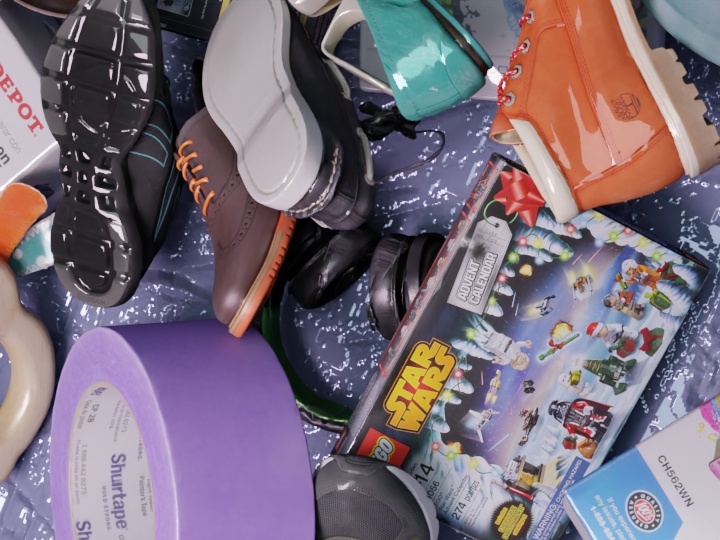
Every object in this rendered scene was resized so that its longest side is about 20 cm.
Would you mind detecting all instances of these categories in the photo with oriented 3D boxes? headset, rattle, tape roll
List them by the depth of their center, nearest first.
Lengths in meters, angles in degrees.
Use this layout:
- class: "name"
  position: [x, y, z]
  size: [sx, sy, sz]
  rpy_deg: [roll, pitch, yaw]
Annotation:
- class: "tape roll"
  position: [-0.106, 0.129, 1.368]
  size: [0.200, 0.085, 0.201]
  rpy_deg: [14, 106, 61]
- class: "headset"
  position: [0.000, 0.000, 1.388]
  size: [0.123, 0.094, 0.200]
  rpy_deg: [21, 104, 20]
- class: "rattle"
  position: [-0.255, 0.026, 1.490]
  size: [0.143, 0.130, 0.200]
  rpy_deg: [-146, 65, -63]

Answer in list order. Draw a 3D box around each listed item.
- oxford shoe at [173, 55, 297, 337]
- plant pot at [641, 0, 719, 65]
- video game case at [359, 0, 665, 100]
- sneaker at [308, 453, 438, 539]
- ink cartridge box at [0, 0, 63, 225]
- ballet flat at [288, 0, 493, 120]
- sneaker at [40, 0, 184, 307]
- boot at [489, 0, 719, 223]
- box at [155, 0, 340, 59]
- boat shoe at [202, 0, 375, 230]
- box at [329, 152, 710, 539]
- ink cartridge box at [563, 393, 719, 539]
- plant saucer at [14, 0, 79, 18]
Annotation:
- class: "oxford shoe"
  position: [-0.078, -0.046, 1.381]
  size: [0.072, 0.200, 0.071]
  rpy_deg: [17, 134, -16]
- class: "plant pot"
  position: [0.226, -0.186, 1.276]
  size: [0.200, 0.200, 0.134]
  rpy_deg: [38, 126, 18]
- class: "video game case"
  position: [0.088, -0.197, 1.376]
  size: [0.182, 0.024, 0.201]
  rpy_deg: [6, 103, 19]
- class: "sneaker"
  position: [0.001, 0.191, 1.339]
  size: [0.074, 0.085, 0.200]
  rpy_deg: [6, 128, 11]
- class: "ink cartridge box"
  position: [-0.267, -0.080, 1.497]
  size: [0.200, 0.084, 0.144]
  rpy_deg: [-39, 76, 14]
- class: "ballet flat"
  position: [-0.003, -0.157, 1.335]
  size: [0.070, 0.067, 0.200]
  rpy_deg: [-37, 55, 3]
- class: "sneaker"
  position: [-0.143, -0.080, 1.412]
  size: [0.075, 0.079, 0.200]
  rpy_deg: [18, 118, 20]
- class: "boot"
  position: [0.105, -0.122, 1.300]
  size: [0.107, 0.075, 0.200]
  rpy_deg: [-27, 68, 3]
- class: "box"
  position: [-0.070, -0.236, 1.450]
  size: [0.161, 0.049, 0.200]
  rpy_deg: [17, 93, 22]
- class: "boat shoe"
  position: [-0.038, -0.094, 1.346]
  size: [0.074, 0.060, 0.200]
  rpy_deg: [-51, 33, 19]
- class: "box"
  position: [0.089, 0.053, 1.349]
  size: [0.137, 0.040, 0.200]
  rpy_deg: [26, 98, -11]
- class: "ink cartridge box"
  position: [0.228, 0.129, 1.275]
  size: [0.200, 0.085, 0.145]
  rpy_deg: [-31, 78, -2]
- class: "plant saucer"
  position: [-0.158, -0.250, 1.445]
  size: [0.200, 0.032, 0.201]
  rpy_deg: [-1, 87, 26]
